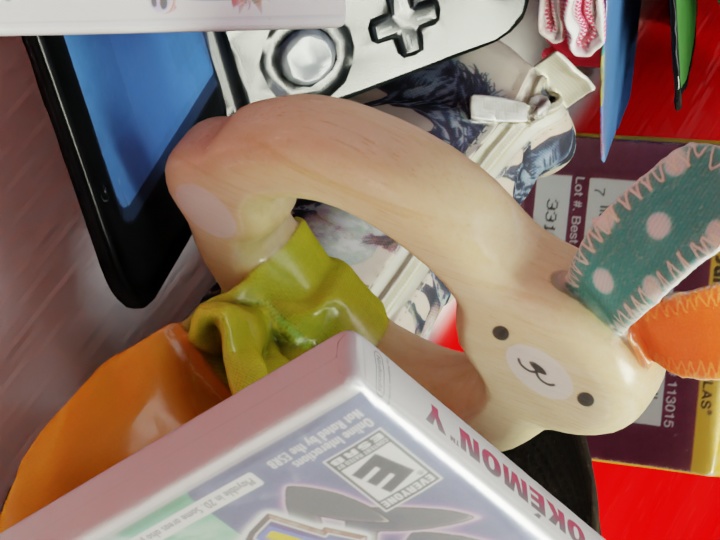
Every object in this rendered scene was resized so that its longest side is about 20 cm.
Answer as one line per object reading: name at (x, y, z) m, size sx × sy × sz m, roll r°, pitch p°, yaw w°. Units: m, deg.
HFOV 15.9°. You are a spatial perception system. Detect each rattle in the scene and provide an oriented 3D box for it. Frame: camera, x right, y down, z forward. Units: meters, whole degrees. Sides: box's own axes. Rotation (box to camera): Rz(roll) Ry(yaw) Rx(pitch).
rattle at (0.010, 0.032, 0.681) m, size 0.143 × 0.200 × 0.130 m, roll -35°, pitch 128°, yaw -38°

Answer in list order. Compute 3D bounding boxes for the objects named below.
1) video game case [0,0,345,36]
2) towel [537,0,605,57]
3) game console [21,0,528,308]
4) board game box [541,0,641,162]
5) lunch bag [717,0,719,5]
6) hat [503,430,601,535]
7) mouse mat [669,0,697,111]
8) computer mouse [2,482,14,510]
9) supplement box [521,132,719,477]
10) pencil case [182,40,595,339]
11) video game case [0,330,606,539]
video game case at (-0.063, -0.164, 0.693) m, size 0.143 × 0.018 × 0.200 m, roll -7°, pitch 96°, yaw -44°
towel at (0.079, -0.188, 0.820) m, size 0.146 × 0.030 × 0.200 m, roll 87°, pitch 9°, yaw -61°
game console at (-0.030, -0.119, 0.766) m, size 0.176 × 0.116 × 0.200 m, roll -21°, pitch 118°, yaw -10°
board game box at (0.085, -0.132, 0.982) m, size 0.200 × 0.039 × 0.158 m, roll -56°, pitch 150°, yaw -71°
lunch bag at (0.204, -0.143, 1.042) m, size 0.200 × 0.139 × 0.168 m, roll -4°, pitch 86°, yaw -82°
hat at (0.033, 0.129, 0.916) m, size 0.201 × 0.081 × 0.201 m, roll 173°, pitch -90°, yaw -80°
mouse mat at (0.125, -0.158, 1.024) m, size 0.200 × 0.008 × 0.161 m, roll -55°, pitch 141°, yaw -73°
computer mouse at (-0.024, 0.132, 0.802) m, size 0.046 × 0.140 × 0.200 m, roll -119°, pitch -166°, yaw -65°
supplement box at (0.152, 0.016, 1.068) m, size 0.200 × 0.103 × 0.131 m, roll 8°, pitch 88°, yaw -55°
pencil case at (0.000, 0.000, 0.856) m, size 0.078 × 0.089 × 0.200 m, roll 42°, pitch 54°, yaw -11°
video game case at (-0.023, 0.114, 0.722) m, size 0.182 × 0.200 × 0.023 m, roll 40°, pitch 30°, yaw -35°
